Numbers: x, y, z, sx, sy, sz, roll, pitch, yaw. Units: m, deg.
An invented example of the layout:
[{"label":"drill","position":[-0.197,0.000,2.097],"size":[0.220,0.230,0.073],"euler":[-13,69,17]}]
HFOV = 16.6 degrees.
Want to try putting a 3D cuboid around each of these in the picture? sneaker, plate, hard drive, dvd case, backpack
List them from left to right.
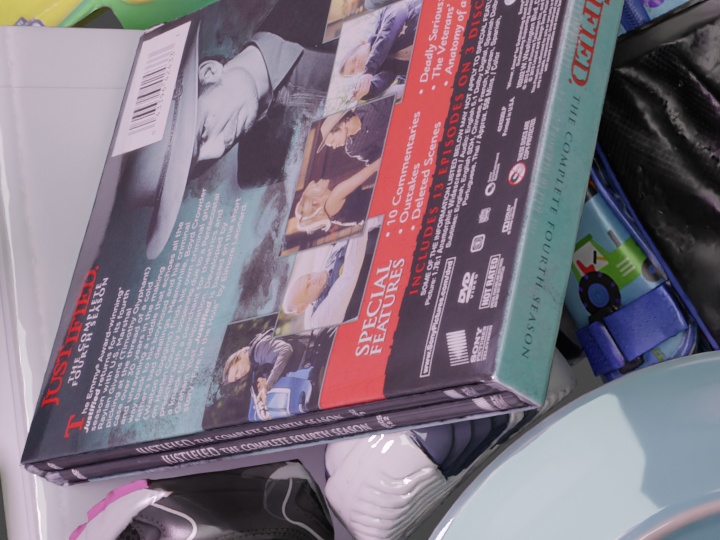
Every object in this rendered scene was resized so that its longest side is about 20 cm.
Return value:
[{"label":"hard drive","position":[-0.054,0.026,0.759],"size":[0.132,0.026,0.201],"euler":[-2,82,-40]},{"label":"sneaker","position":[-0.036,0.139,0.673],"size":[0.080,0.200,0.086],"euler":[-12,45,-20]},{"label":"dvd case","position":[-0.013,-0.021,0.655],"size":[0.022,0.200,0.146],"euler":[29,63,-34]},{"label":"sneaker","position":[0.000,0.000,0.708],"size":[0.130,0.199,0.079],"euler":[47,112,3]},{"label":"backpack","position":[0.089,-0.078,0.719],"size":[0.134,0.183,0.200],"euler":[-31,88,12]},{"label":"plate","position":[0.101,0.119,0.665],"size":[0.199,0.026,0.201],"euler":[-5,108,-14]}]

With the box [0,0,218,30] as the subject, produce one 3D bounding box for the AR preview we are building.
[{"label":"box","position":[-0.130,-0.145,0.809],"size":[0.117,0.048,0.200],"euler":[-33,81,0]}]
